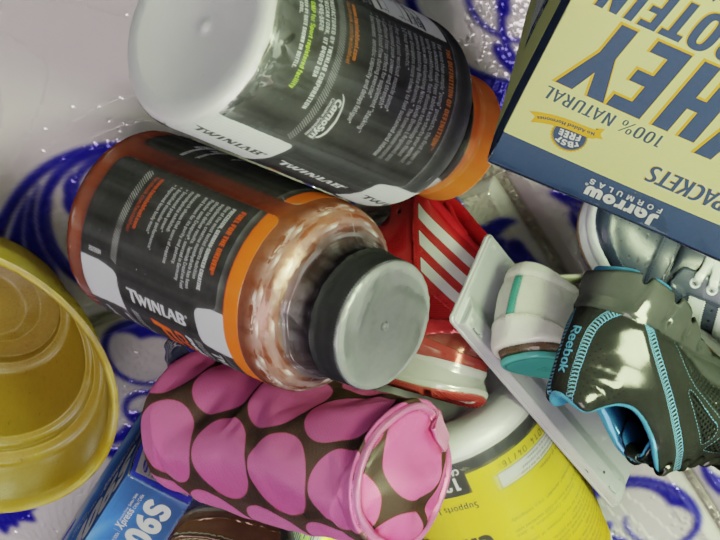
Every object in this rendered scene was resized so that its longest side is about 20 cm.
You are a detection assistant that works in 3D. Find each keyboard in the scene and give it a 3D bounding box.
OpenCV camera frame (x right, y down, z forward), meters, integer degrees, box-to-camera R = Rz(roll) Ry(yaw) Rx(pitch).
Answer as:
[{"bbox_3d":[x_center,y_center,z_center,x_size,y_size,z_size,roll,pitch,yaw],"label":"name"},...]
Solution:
[{"bbox_3d":[0.107,0.058,1.608,0.011,0.056,0.200,-1,146,35],"label":"keyboard"}]

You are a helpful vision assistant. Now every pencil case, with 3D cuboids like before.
[{"bbox_3d":[-0.033,0.093,1.598,0.200,0.094,0.091,15,136,47],"label":"pencil case"}]

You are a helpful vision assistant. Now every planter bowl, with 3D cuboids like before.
[{"bbox_3d":[-0.227,0.039,1.690,0.200,0.084,0.201,6,128,8],"label":"planter bowl"}]

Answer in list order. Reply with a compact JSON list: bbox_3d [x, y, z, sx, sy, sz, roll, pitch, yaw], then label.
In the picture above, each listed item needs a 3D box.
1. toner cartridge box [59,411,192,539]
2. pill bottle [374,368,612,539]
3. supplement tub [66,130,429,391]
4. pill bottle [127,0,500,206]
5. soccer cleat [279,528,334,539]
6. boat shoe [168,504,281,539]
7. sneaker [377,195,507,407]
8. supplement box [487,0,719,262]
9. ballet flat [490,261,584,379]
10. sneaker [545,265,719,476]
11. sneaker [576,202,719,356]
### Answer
[{"bbox_3d":[-0.151,0.163,1.759,0.043,0.095,0.200,28,127,-7],"label":"toner cartridge box"},{"bbox_3d":[0.081,0.144,1.677,0.112,0.112,0.200,-12,122,21],"label":"pill bottle"},{"bbox_3d":[-0.058,-0.001,1.552,0.200,0.107,0.107,23,138,40],"label":"supplement tub"},{"bbox_3d":[-0.015,-0.095,1.487,0.106,0.106,0.200,-32,145,31],"label":"pill bottle"},{"bbox_3d":[-0.009,0.175,1.711,0.084,0.065,0.201,-11,96,-10],"label":"soccer cleat"},{"bbox_3d":[-0.031,0.205,1.775,0.200,0.072,0.076,21,128,-3],"label":"boat shoe"},{"bbox_3d":[0.000,0.000,1.628,0.200,0.078,0.116,16,87,28],"label":"sneaker"},{"bbox_3d":[0.169,-0.150,1.376,0.134,0.200,0.200,22,129,-4],"label":"supplement box"},{"bbox_3d":[0.141,0.039,1.599,0.069,0.070,0.200,-28,150,30],"label":"ballet flat"},{"bbox_3d":[0.172,0.078,1.540,0.200,0.082,0.073,37,162,-30],"label":"sneaker"},{"bbox_3d":[0.214,0.013,1.547,0.200,0.070,0.108,37,160,-22],"label":"sneaker"}]
